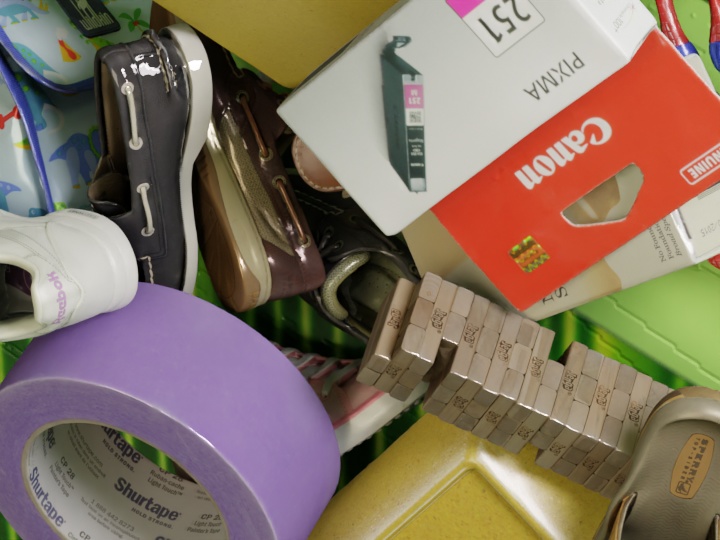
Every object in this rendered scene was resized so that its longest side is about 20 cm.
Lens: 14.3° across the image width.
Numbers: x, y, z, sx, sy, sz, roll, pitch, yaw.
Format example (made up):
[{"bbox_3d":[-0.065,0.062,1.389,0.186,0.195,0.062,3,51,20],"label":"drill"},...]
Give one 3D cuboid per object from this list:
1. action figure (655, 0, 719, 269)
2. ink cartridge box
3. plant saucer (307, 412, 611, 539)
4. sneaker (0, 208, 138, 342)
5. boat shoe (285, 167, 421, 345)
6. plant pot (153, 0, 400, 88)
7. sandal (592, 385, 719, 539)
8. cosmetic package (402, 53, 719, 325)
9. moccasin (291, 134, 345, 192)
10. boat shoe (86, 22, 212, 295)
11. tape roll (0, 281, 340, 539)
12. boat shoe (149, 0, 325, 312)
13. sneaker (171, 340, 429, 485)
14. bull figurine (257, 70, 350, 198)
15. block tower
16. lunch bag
[{"bbox_3d":[0.203,-0.070,1.544,0.065,0.052,0.201,-5,103,39],"label":"action figure"},{"bbox_3d":[0.078,-0.072,1.459,0.174,0.044,0.200,48,133,-6],"label":"ink cartridge box"},{"bbox_3d":[0.076,0.185,1.654,0.200,0.048,0.200,46,121,-1],"label":"plant saucer"},{"bbox_3d":[-0.225,-0.002,1.607,0.199,0.099,0.075,2,109,34],"label":"sneaker"},{"bbox_3d":[0.000,0.001,1.680,0.200,0.066,0.072,32,114,22],"label":"boat shoe"},{"bbox_3d":[-0.028,-0.220,1.547,0.199,0.201,0.176,32,135,-16],"label":"plant pot"},{"bbox_3d":[0.166,0.152,1.539,0.080,0.054,0.201,11,126,-2],"label":"sandal"},{"bbox_3d":[0.115,-0.035,1.564,0.200,0.071,0.106,-24,91,49],"label":"cosmetic package"},{"bbox_3d":[0.044,-0.092,1.554,0.200,0.078,0.074,-18,105,29],"label":"moccasin"},{"bbox_3d":[-0.126,-0.047,1.620,0.074,0.060,0.201,55,147,40],"label":"boat shoe"},{"bbox_3d":[-0.118,0.108,1.660,0.199,0.085,0.201,17,137,17],"label":"tape roll"},{"bbox_3d":[-0.069,-0.076,1.648,0.072,0.072,0.201,126,129,-63],"label":"boat shoe"},{"bbox_3d":[-0.050,0.072,1.722,0.200,0.075,0.105,-27,90,38],"label":"sneaker"},{"bbox_3d":[0.014,-0.118,1.648,0.199,0.065,0.122,-21,96,40],"label":"bull figurine"},{"bbox_3d":[0.101,0.070,1.573,0.199,0.058,0.054,24,149,-6],"label":"block tower"},{"bbox_3d":[-0.182,-0.105,1.710,0.127,0.170,0.201,-7,99,34],"label":"lunch bag"}]
